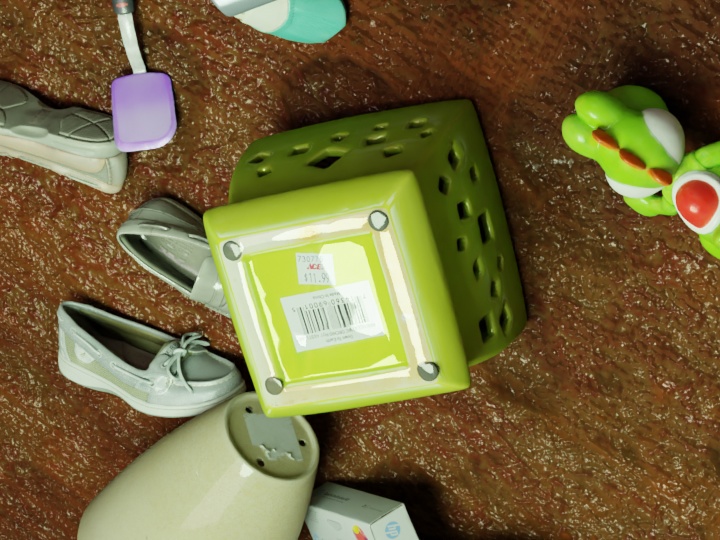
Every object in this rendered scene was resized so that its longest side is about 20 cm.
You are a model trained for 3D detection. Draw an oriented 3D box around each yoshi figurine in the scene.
[{"bbox_3d":[0.237,-0.073,1.259,0.199,0.113,0.112,32,167,-3],"label":"yoshi figurine"}]

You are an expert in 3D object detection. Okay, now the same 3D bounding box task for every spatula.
[{"bbox_3d":[-0.193,-0.201,1.477,0.056,0.021,0.202,-5,108,9],"label":"spatula"}]

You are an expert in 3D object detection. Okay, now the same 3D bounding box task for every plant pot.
[{"bbox_3d":[0.000,0.000,1.343,0.198,0.182,0.201,-10,107,20],"label":"plant pot"},{"bbox_3d":[-0.122,0.200,1.528,0.187,0.187,0.200,42,127,7],"label":"plant pot"}]

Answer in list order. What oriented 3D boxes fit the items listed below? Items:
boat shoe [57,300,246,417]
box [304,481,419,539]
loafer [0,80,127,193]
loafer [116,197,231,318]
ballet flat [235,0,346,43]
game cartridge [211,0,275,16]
[{"bbox_3d":[-0.193,0.078,1.585,0.201,0.074,0.065,16,125,32],"label":"boat shoe"},{"bbox_3d":[0.026,0.288,1.530,0.156,0.041,0.201,1,118,65],"label":"box"},{"bbox_3d":[-0.295,-0.117,1.556,0.198,0.072,0.063,17,128,20],"label":"loafer"},{"bbox_3d":[-0.120,0.008,1.508,0.199,0.070,0.070,29,124,15],"label":"loafer"},{"bbox_3d":[-0.105,-0.233,1.383,0.199,0.070,0.068,36,126,11],"label":"ballet flat"},{"bbox_3d":[-0.088,-0.301,1.317,0.132,0.040,0.202,-18,90,20],"label":"game cartridge"}]
